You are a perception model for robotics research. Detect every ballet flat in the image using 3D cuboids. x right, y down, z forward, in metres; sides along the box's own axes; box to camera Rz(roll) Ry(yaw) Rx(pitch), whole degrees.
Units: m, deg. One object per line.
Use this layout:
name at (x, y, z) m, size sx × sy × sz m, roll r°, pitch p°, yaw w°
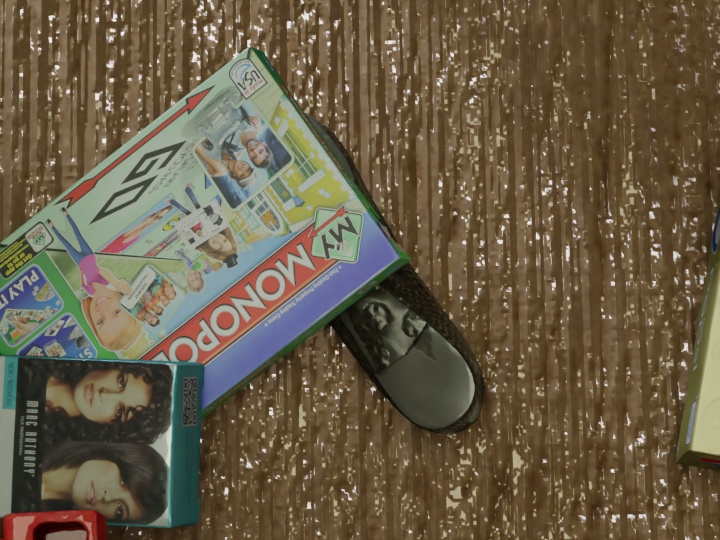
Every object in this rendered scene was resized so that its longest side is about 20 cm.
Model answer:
ballet flat at (0.000, 0.000, 1.236) m, size 0.067 × 0.046 × 0.200 m, roll -39°, pitch 75°, yaw 10°

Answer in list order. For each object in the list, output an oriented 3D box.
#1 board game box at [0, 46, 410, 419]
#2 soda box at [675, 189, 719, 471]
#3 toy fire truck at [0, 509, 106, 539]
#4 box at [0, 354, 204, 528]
board game box at (-0.092, 0.000, 1.218) m, size 0.200 × 0.029 × 0.135 m, roll -38°, pitch 80°, yaw 9°
soda box at (0.212, 0.004, 1.218) m, size 0.067 × 0.064 × 0.201 m, roll 10°, pitch 80°, yaw 3°
toy fire truck at (-0.217, 0.153, 1.157) m, size 0.199 × 0.141 × 0.049 m, roll -5°, pitch 79°, yaw 0°
box at (-0.180, 0.083, 1.193) m, size 0.199 × 0.049 × 0.083 m, roll 1°, pitch 88°, yaw 13°
